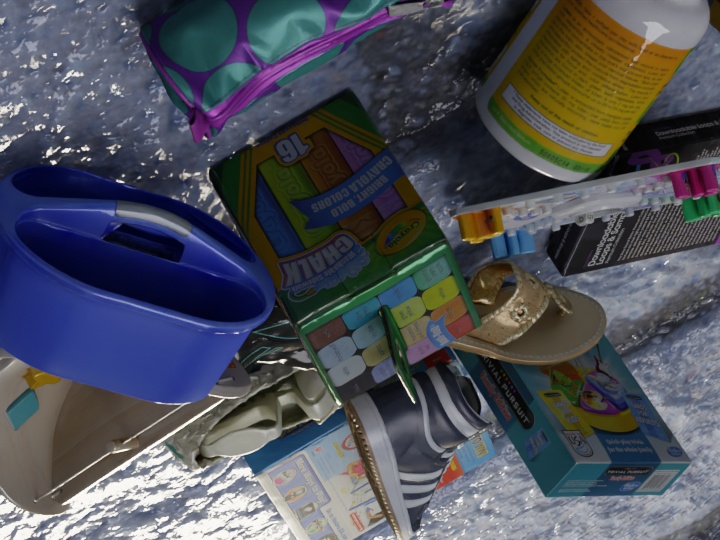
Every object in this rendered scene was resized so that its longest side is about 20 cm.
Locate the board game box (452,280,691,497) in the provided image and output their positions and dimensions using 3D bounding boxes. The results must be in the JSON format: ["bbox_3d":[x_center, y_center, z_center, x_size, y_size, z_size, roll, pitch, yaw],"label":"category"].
[{"bbox_3d":[0.168,0.098,1.726,0.151,0.200,0.047,5,133,-44],"label":"board game box"}]

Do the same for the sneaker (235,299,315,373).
[{"bbox_3d":[-0.085,0.037,1.568,0.200,0.075,0.079,-12,132,-42],"label":"sneaker"}]

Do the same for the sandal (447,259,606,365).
[{"bbox_3d":[0.108,0.025,1.656,0.211,0.078,0.070,2,143,-12],"label":"sandal"}]

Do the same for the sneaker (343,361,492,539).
[{"bbox_3d":[0.056,0.151,1.720,0.108,0.070,0.200,-26,145,-7],"label":"sneaker"}]

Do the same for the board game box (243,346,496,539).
[{"bbox_3d":[0.006,0.149,1.794,0.195,0.056,0.200,-30,148,-4],"label":"board game box"}]

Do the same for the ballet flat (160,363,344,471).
[{"bbox_3d":[-0.064,0.110,1.662,0.200,0.072,0.072,-25,147,-10],"label":"ballet flat"}]

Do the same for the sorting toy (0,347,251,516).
[{"bbox_3d":[-0.214,0.084,1.431,0.200,0.107,0.180,-34,159,28],"label":"sorting toy"}]

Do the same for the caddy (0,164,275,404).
[{"bbox_3d":[-0.155,0.000,1.353,0.199,0.142,0.105,17,121,-24],"label":"caddy"}]

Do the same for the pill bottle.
[{"bbox_3d":[0.177,-0.169,1.457,0.111,0.111,0.200,2,135,-41],"label":"pill bottle"}]

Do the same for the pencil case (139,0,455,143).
[{"bbox_3d":[-0.037,-0.163,1.305,0.200,0.093,0.085,-30,148,-2],"label":"pencil case"}]

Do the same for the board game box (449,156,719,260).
[{"bbox_3d":[0.181,-0.044,1.574,0.199,0.026,0.200,-11,173,11],"label":"board game box"}]

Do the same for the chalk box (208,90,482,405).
[{"bbox_3d":[0.000,0.000,1.453,0.124,0.200,0.125,-30,148,-3],"label":"chalk box"}]

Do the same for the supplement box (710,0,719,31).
[{"bbox_3d":[0.375,-0.218,1.528,0.103,0.131,0.200,2,134,-41],"label":"supplement box"}]

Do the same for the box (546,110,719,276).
[{"bbox_3d":[0.264,-0.070,1.736,0.200,0.036,0.143,-13,142,-30],"label":"box"}]
